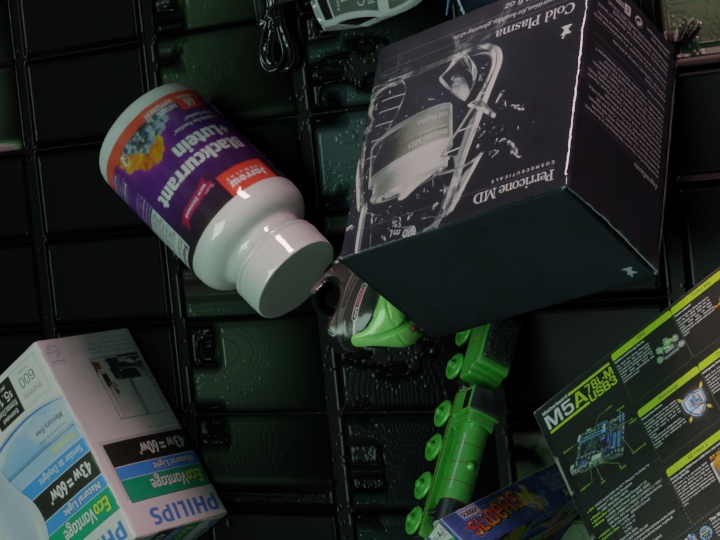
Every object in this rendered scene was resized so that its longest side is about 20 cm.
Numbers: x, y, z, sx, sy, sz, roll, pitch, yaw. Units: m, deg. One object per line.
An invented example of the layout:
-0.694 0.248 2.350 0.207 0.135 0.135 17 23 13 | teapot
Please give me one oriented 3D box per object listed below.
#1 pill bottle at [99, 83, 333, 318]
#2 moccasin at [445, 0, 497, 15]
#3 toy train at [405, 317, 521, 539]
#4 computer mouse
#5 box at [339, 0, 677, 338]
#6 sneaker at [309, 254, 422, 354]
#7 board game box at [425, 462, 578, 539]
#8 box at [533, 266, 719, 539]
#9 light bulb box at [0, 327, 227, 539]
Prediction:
-0.117 -0.055 1.626 0.200 0.111 0.112 44 119 24 | pill bottle
0.080 -0.246 1.475 0.080 0.068 0.201 -23 83 26 | moccasin
0.080 0.119 1.479 0.056 0.042 0.201 -31 37 55 | toy train
-0.009 -0.226 1.568 0.199 0.044 0.110 -6 91 41 | computer mouse
0.108 -0.082 1.392 0.199 0.124 0.198 -18 49 36 | box
0.000 0.000 1.506 0.083 0.200 0.077 -19 113 9 | sneaker
0.089 0.217 1.450 0.034 0.200 0.136 43 118 20 | board game box
0.237 0.124 1.370 0.200 0.047 0.194 -41 48 23 | box
-0.258 0.191 1.756 0.198 0.125 0.201 -42 70 33 | light bulb box
